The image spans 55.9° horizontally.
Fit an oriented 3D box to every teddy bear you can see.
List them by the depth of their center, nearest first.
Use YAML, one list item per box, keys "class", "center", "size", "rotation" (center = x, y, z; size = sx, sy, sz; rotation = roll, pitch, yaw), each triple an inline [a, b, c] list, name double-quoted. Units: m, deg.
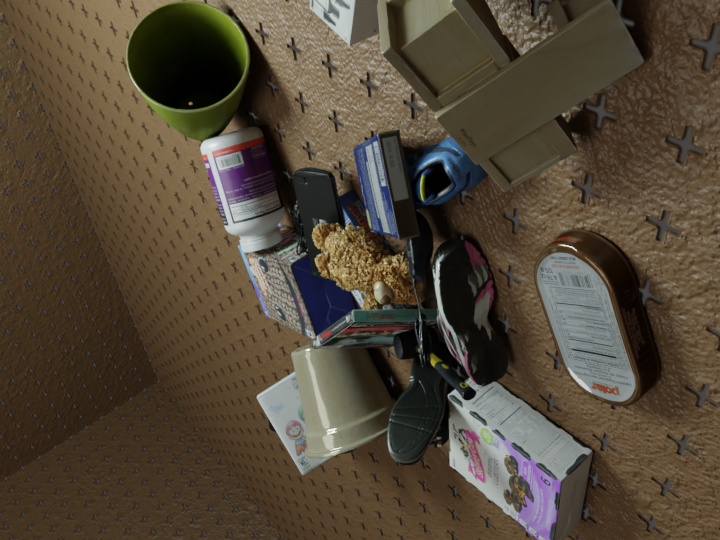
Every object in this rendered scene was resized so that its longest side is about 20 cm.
- class: "teddy bear"
  center: [0.000, 0.000, 0.987]
  size: [0.199, 0.066, 0.146]
  rotation: [38, 135, 23]

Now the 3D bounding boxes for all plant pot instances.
- class: "plant pot"
  center: [-0.271, -0.300, 1.125]
  size: [0.188, 0.186, 0.200]
  rotation: [54, 166, 9]
- class: "plant pot"
  center: [-0.038, 0.213, 1.243]
  size: [0.200, 0.198, 0.186]
  rotation: [-21, 88, 63]

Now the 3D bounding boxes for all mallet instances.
- class: "mallet"
  center: [0.096, 0.129, 0.930]
  size: [0.200, 0.065, 0.042]
  rotation: [-123, 27, -71]

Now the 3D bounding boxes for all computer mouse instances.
- class: "computer mouse"
  center: [0.083, 0.023, 0.873]
  size: [0.059, 0.033, 0.204]
  rotation: [-113, 17, -86]

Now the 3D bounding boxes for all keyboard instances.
- class: "keyboard"
  center: [-0.061, -0.076, 1.068]
  size: [0.103, 0.040, 0.203]
  rotation: [12, 129, 27]

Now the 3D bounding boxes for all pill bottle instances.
- class: "pill bottle"
  center: [-0.199, -0.140, 1.184]
  size: [0.112, 0.111, 0.203]
  rotation: [8, 117, 57]

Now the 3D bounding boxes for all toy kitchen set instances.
- class: "toy kitchen set"
  center: [0.137, -0.223, 0.613]
  size: [0.162, 0.183, 0.199]
  rotation: [-28, 134, 28]

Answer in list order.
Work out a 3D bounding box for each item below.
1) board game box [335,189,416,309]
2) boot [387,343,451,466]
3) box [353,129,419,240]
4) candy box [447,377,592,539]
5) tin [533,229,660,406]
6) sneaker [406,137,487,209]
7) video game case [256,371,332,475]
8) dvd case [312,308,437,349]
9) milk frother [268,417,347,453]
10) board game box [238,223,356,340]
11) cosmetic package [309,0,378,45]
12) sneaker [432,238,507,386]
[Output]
- class: "board game box"
  center: [0.005, -0.012, 1.075]
  size: [0.202, 0.034, 0.135]
  rotation: [58, 153, 2]
- class: "boot"
  center: [0.100, 0.231, 1.014]
  size: [0.072, 0.205, 0.155]
  rotation: [5, 134, 20]
- class: "box"
  center: [0.029, -0.107, 0.863]
  size: [0.200, 0.032, 0.123]
  rotation: [-149, 47, -79]
- class: "candy box"
  center: [0.217, 0.266, 0.959]
  size: [0.199, 0.071, 0.170]
  rotation: [34, 144, 40]
- class: "tin"
  center: [0.248, 0.054, 0.725]
  size: [0.112, 0.042, 0.202]
  rotation: [10, 126, 62]
- class: "sneaker"
  center: [0.077, -0.108, 0.807]
  size: [0.067, 0.078, 0.199]
  rotation: [58, 155, -6]
- class: "video game case"
  center: [-0.077, 0.276, 1.350]
  size: [0.184, 0.198, 0.024]
  rotation: [59, 179, -2]
- class: "dvd case"
  center: [0.021, 0.093, 1.050]
  size: [0.200, 0.144, 0.022]
  rotation: [137, 130, -63]
- class: "milk frother"
  center: [-0.093, 0.268, 1.462]
  size: [0.187, 0.178, 0.204]
  rotation: [0, 75, 59]
- class: "board game box"
  center: [-0.116, 0.018, 1.248]
  size: [0.199, 0.096, 0.162]
  rotation: [17, 132, 53]
- class: "cosmetic package"
  center: [-0.009, -0.353, 0.727]
  size: [0.083, 0.050, 0.201]
  rotation: [46, 151, 22]
- class: "sneaker"
  center: [0.126, 0.054, 0.896]
  size: [0.086, 0.079, 0.203]
  rotation: [29, 137, 61]
